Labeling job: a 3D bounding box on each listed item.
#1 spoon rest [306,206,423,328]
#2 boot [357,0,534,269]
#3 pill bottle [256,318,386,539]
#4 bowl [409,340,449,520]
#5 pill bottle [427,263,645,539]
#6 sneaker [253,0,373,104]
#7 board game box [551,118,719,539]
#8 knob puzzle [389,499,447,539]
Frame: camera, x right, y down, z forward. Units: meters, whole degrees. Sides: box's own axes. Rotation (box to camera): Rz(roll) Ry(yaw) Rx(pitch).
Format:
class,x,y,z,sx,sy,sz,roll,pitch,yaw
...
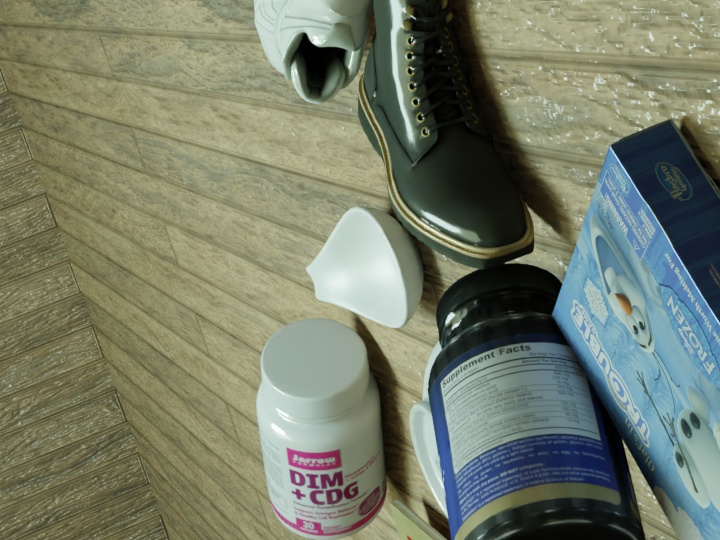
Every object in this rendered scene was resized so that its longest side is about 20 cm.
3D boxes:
class,x,y,z,sx,sy,sz,roll,pitch,yaw
spoon rest,0.000,0.000,1.541,0.200,0.060,0.100,169,79,-76
boot,0.048,-0.109,1.213,0.200,0.077,0.139,54,154,40
pill bottle,-0.036,0.144,1.757,0.114,0.113,0.201,55,160,40
bowl,0.094,0.119,1.322,0.201,0.090,0.202,58,161,33
pill bottle,0.100,0.098,1.161,0.112,0.111,0.201,87,177,-49
sneaker,-0.037,-0.160,1.357,0.200,0.077,0.100,128,148,-74
board game box,0.179,0.055,1.029,0.199,0.043,0.201,96,149,-62
knob puzzle,0.096,0.313,1.691,0.220,0.030,0.220,58,161,33
